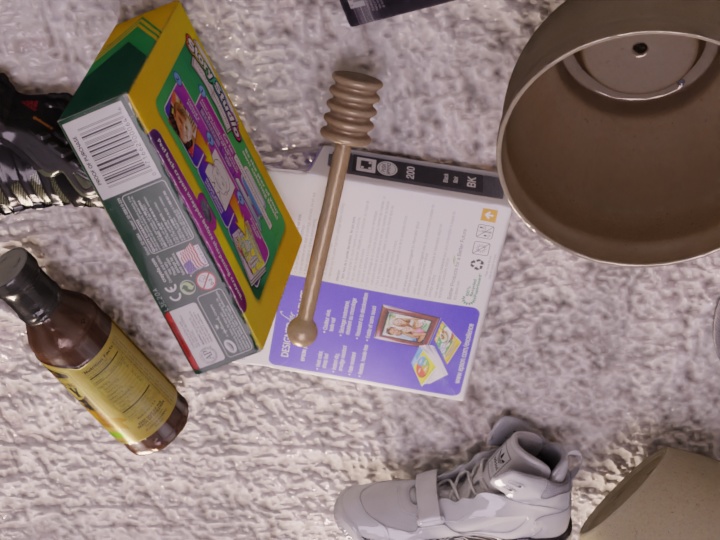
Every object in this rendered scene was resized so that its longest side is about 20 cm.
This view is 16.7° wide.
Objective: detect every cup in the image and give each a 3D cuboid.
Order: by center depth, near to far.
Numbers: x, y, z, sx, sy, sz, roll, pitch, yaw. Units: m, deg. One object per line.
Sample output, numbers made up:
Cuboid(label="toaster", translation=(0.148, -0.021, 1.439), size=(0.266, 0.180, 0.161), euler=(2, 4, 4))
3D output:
Cuboid(label="cup", translation=(0.258, 0.225, 1.940), size=(0.143, 0.200, 0.200), euler=(46, 123, -1))

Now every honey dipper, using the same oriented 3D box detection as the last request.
Cuboid(label="honey dipper", translation=(-0.021, -0.041, 1.736), size=(0.038, 0.038, 0.201), euler=(10, 105, -6))

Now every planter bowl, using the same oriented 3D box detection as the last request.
Cuboid(label="planter bowl", translation=(0.190, -0.120, 1.647), size=(0.199, 0.135, 0.201), euler=(1, 132, 1))

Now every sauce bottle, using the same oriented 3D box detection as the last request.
Cuboid(label="sauce bottle", translation=(-0.211, 0.060, 1.877), size=(0.064, 0.065, 0.200), euler=(-24, 125, 23))

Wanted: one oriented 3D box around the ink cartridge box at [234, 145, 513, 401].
Cuboid(label="ink cartridge box", translation=(0.000, 0.000, 1.824), size=(0.199, 0.044, 0.199), euler=(9, 130, -4))

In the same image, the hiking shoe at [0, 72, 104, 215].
Cuboid(label="hiking shoe", translation=(-0.231, -0.078, 1.756), size=(0.199, 0.076, 0.101), euler=(24, 138, -7))

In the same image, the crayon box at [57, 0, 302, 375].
Cuboid(label="crayon box", translation=(-0.118, -0.059, 1.658), size=(0.058, 0.173, 0.201), euler=(-20, 112, 16))

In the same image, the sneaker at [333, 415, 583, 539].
Cuboid(label="sneaker", translation=(0.082, 0.172, 1.960), size=(0.199, 0.075, 0.115), euler=(5, 132, -9))

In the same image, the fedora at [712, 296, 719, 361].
Cuboid(label="fedora", translation=(0.368, 0.071, 1.841), size=(0.199, 0.091, 0.178), euler=(5, 132, -2))

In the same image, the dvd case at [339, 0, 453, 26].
Cuboid(label="dvd case", translation=(0.063, -0.246, 1.619), size=(0.199, 0.016, 0.149), euler=(-13, 129, 14))
